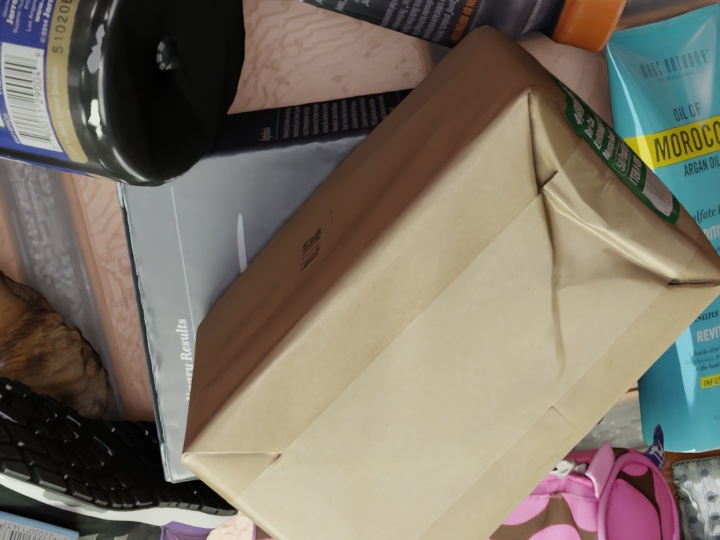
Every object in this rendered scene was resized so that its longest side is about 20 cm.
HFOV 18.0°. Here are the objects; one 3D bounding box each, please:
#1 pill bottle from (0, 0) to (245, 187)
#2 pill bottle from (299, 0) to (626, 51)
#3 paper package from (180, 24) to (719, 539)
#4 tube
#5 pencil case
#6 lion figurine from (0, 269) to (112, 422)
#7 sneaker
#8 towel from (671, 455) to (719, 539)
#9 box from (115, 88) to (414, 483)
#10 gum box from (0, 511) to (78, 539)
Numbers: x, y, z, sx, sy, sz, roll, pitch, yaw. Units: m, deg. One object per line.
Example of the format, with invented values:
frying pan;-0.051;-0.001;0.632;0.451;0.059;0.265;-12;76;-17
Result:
pill bottle;-0.159;-0.105;0.958;0.200;0.112;0.112;13;105;27
pill bottle;0.021;-0.156;0.983;0.200;0.106;0.106;17;102;-5
paper package;0.028;0.013;0.869;0.103;0.200;0.191;41;98;-10
tube;0.147;-0.018;1.046;0.050;0.077;0.200;6;108;43
pencil case;0.041;0.120;1.006;0.200;0.091;0.094;-9;134;31
lion figurine;-0.194;0.000;1.032;0.122;0.072;0.200;-24;97;-30
sneaker;-0.138;0.111;1.010;0.088;0.200;0.076;-47;57;13
towel;0.258;0.169;1.107;0.192;0.035;0.200;-11;101;-1
box;0.000;0.000;1.020;0.200;0.104;0.148;-7;103;1
gum box;-0.214;0.150;1.010;0.170;0.200;0.045;15;60;0
